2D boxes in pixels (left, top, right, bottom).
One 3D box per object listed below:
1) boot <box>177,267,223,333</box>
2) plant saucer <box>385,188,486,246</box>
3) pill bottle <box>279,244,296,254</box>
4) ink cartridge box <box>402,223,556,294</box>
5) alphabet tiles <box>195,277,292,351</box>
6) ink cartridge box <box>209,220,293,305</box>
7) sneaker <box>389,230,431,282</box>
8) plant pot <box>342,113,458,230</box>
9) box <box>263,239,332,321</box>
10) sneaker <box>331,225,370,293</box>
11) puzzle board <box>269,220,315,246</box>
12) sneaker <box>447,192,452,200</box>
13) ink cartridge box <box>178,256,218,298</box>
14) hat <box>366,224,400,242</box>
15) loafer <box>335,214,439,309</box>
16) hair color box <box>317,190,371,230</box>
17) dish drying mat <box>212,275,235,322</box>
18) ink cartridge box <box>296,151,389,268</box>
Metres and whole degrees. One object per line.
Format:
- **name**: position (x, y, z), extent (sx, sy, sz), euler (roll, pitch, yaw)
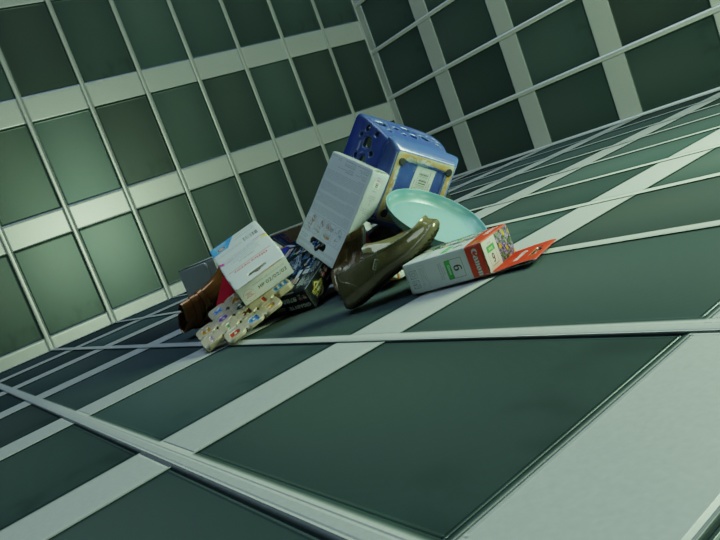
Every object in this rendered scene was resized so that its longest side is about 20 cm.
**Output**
- **boot**: position (-0.336, 0.047, 1.514), extent (0.154, 0.202, 0.073), euler (-22, 42, -36)
- **plant saucer**: position (0.137, -0.090, 1.245), extent (0.198, 0.028, 0.201), euler (16, 29, -9)
- **pill bottle**: position (-0.175, 0.009, 1.518), extent (0.199, 0.113, 0.111), euler (-29, 10, -41)
- **ink cartridge box**: position (0.171, -0.025, 0.986), extent (0.198, 0.051, 0.109), euler (-18, 7, 35)
- **alphabet tiles**: position (-0.221, 0.076, 1.287), extent (0.199, 0.015, 0.195), euler (-38, 24, -13)
- **ink cartridge box**: position (-0.207, -0.010, 1.313), extent (0.115, 0.068, 0.200), euler (-36, 33, -7)
- **sneaker**: position (0.067, -0.026, 1.229), extent (0.077, 0.079, 0.199), euler (-30, -2, 36)
- **plant pot**: position (0.076, -0.189, 1.394), extent (0.198, 0.202, 0.180), euler (11, 18, -29)
- **box**: position (-0.118, 0.010, 1.362), extent (0.158, 0.046, 0.201), euler (-16, 29, 34)
- **sneaker**: position (0.000, 0.000, 1.315), extent (0.070, 0.113, 0.201), euler (-16, 39, 20)
- **puzzle board**: position (-0.096, -0.056, 1.601), extent (0.150, 0.199, 0.018), euler (-15, 53, 40)
- **sneaker**: position (0.174, -0.123, 1.673), extent (0.076, 0.114, 0.200), euler (-7, 43, 47)
- **ink cartridge box**: position (-0.326, 0.022, 1.730), extent (0.145, 0.148, 0.199), euler (-16, 8, 37)
- **hat**: position (0.048, -0.062, 1.507), extent (0.198, 0.082, 0.201), euler (-21, 6, 2)
- **loafer**: position (0.037, -0.022, 1.057), extent (0.200, 0.068, 0.076), euler (-41, -8, 7)
- **hair color box**: position (-0.033, -0.137, 1.819), extent (0.098, 0.202, 0.061), euler (-22, 6, -9)
- **dish drying mat**: position (-0.268, 0.030, 1.426), extent (0.076, 0.202, 0.018), euler (-8, -24, 40)
- **ink cartridge box**: position (-0.038, -0.119, 1.322), extent (0.057, 0.202, 0.162), euler (12, 13, -36)
